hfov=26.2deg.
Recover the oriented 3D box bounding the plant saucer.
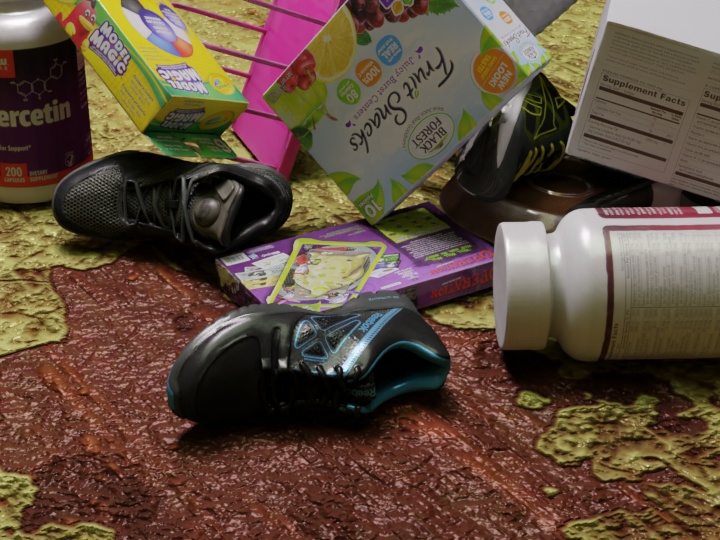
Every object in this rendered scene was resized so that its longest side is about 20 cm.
[{"bbox_3d":[0.166,-0.060,1.294,0.198,0.032,0.200,5,23,-2],"label":"plant saucer"}]

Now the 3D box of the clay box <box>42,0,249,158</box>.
[{"bbox_3d":[-0.174,-0.178,1.276,0.200,0.048,0.115,51,24,16],"label":"clay box"}]

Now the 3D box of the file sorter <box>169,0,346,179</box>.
[{"bbox_3d":[-0.109,-0.209,1.392,0.125,0.201,0.139,12,20,-28],"label":"file sorter"}]

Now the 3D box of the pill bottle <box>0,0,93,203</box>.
[{"bbox_3d":[-0.295,-0.167,1.348,0.111,0.201,0.113,-1,27,0],"label":"pill bottle"}]

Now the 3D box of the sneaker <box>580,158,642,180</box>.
[{"bbox_3d":[0.272,-0.126,1.353,0.077,0.087,0.199,26,19,30],"label":"sneaker"}]

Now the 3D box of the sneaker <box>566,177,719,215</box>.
[{"bbox_3d":[0.254,-0.033,1.203,0.198,0.089,0.074,-8,-3,-24],"label":"sneaker"}]

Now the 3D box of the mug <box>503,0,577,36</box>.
[{"bbox_3d":[0.102,-0.247,1.292,0.148,0.175,0.200,47,3,6],"label":"mug"}]

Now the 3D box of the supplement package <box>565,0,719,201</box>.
[{"bbox_3d":[0.255,-0.156,1.190,0.155,0.112,0.200,18,31,5],"label":"supplement package"}]

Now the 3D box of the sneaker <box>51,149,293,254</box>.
[{"bbox_3d":[-0.153,-0.056,1.247,0.198,0.077,0.114,3,5,-3],"label":"sneaker"}]

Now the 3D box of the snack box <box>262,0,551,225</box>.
[{"bbox_3d":[0.033,-0.150,1.212,0.142,0.200,0.053,48,38,1],"label":"snack box"}]

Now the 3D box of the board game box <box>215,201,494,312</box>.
[{"bbox_3d":[0.000,0.000,1.213,0.199,0.033,0.120,-15,27,-25],"label":"board game box"}]

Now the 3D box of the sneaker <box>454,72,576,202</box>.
[{"bbox_3d":[0.138,-0.112,1.272,0.084,0.075,0.200,33,37,-8],"label":"sneaker"}]

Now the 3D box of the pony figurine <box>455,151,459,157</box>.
[{"bbox_3d":[0.068,-0.187,1.435,0.192,0.167,0.200,7,40,-52],"label":"pony figurine"}]

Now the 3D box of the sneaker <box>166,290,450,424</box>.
[{"bbox_3d":[-0.032,0.064,1.043,0.199,0.074,0.082,-15,32,-24],"label":"sneaker"}]

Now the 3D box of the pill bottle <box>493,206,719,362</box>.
[{"bbox_3d":[0.198,0.010,1.104,0.198,0.110,0.110,-1,27,-1],"label":"pill bottle"}]
